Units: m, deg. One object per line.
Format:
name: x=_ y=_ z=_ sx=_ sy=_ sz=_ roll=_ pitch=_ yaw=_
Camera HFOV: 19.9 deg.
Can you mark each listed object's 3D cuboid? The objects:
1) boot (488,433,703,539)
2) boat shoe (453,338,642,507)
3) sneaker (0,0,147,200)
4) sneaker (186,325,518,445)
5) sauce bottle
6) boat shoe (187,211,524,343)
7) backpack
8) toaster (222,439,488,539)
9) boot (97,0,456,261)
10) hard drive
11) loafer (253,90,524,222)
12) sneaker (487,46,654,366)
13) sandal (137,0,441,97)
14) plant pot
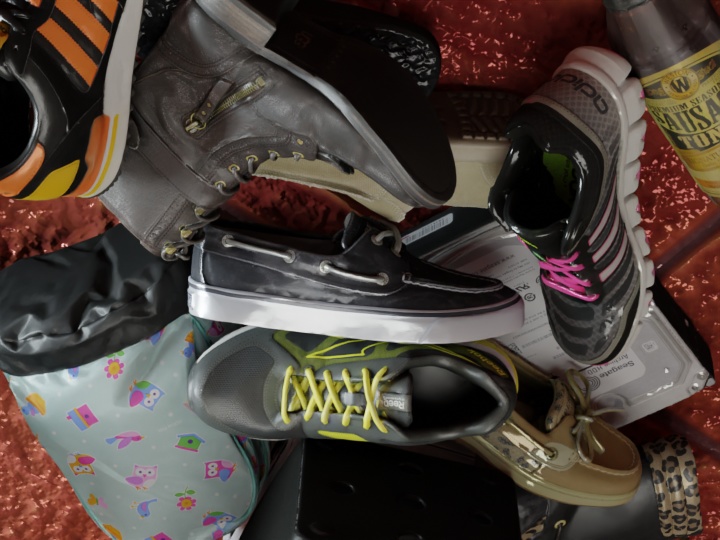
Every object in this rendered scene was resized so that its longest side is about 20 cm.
boot: x=0.154 y=0.180 z=1.410 sx=0.150 sy=0.073 sz=0.200 roll=-13 pitch=144 yaw=-2
boat shoe: x=0.098 y=0.085 z=1.282 sx=0.200 sy=0.073 sz=0.063 roll=25 pitch=121 yaw=-15
sneaker: x=-0.167 y=-0.134 z=1.082 sx=0.070 sy=0.090 sz=0.201 roll=13 pitch=104 yaw=39
sneaker: x=-0.002 y=0.065 z=1.200 sx=0.199 sy=0.085 sz=0.075 roll=-2 pitch=94 yaw=-5
sauce bottle: x=0.180 y=-0.118 z=1.158 sx=0.066 sy=0.066 sz=0.200 roll=-27 pitch=126 yaw=22
boat shoe: x=0.000 y=0.000 z=1.203 sx=0.199 sy=0.072 sz=0.068 roll=6 pitch=102 yaw=-1
backpack: x=-0.137 y=0.078 z=1.290 sx=0.166 sy=0.127 sz=0.200 roll=-16 pitch=125 yaw=16
toaster: x=-0.008 y=0.149 z=1.365 sx=0.129 sy=0.114 sz=0.200 roll=22 pitch=127 yaw=-13
boot: x=-0.062 y=-0.065 z=1.130 sx=0.200 sy=0.069 sz=0.174 roll=43 pitch=123 yaw=2
hard drive: x=0.120 y=0.029 z=1.307 sx=0.139 sy=0.038 sz=0.200 roll=-25 pitch=127 yaw=22
loafer: x=0.008 y=-0.066 z=1.199 sx=0.199 sy=0.076 sz=0.068 roll=4 pitch=125 yaw=-3
sneaker: x=0.115 y=-0.025 z=1.168 sx=0.074 sy=0.087 sz=0.201 roll=27 pitch=134 yaw=38
sandal: x=-0.052 y=-0.139 z=1.157 sx=0.199 sy=0.045 sz=0.075 roll=14 pitch=129 yaw=-14
plant pot: x=0.008 y=0.213 z=1.234 sx=0.199 sy=0.200 sz=0.178 roll=12 pitch=112 yaw=-4
